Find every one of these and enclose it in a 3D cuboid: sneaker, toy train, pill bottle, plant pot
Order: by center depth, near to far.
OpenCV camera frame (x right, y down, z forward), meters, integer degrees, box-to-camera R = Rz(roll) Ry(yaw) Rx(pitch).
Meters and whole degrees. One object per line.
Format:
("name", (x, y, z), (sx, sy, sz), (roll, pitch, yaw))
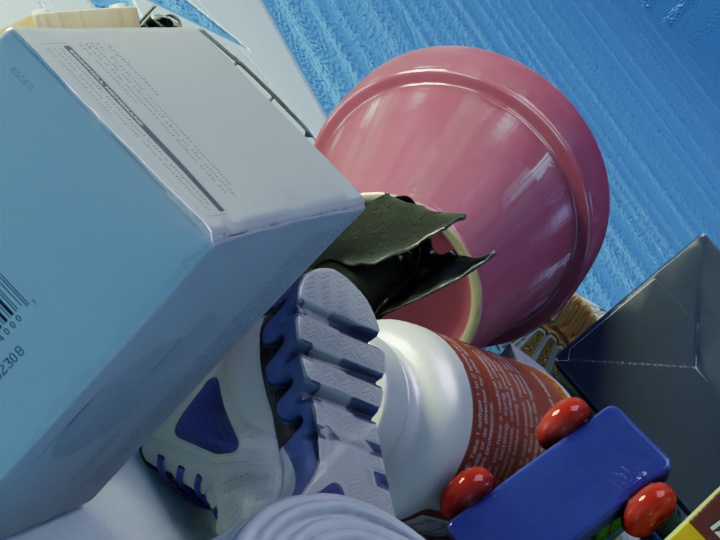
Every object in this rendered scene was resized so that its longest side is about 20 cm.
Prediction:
("sneaker", (-0.047, 0.107, 1.244), (0.081, 0.115, 0.200), (28, 51, -39))
("toy train", (0.075, 0.166, 1.375), (0.085, 0.200, 0.116), (45, -25, 24))
("pill bottle", (0.033, 0.089, 1.418), (0.200, 0.112, 0.112), (22, 26, -54))
("sneaker", (-0.002, -0.003, 1.482), (0.060, 0.104, 0.200), (56, -10, -14))
("plant pot", (0.044, -0.023, 1.637), (0.200, 0.200, 0.179), (43, 31, -2))
("sneaker", (0.143, 0.048, 1.910), (0.200, 0.076, 0.088), (31, 4, -46))

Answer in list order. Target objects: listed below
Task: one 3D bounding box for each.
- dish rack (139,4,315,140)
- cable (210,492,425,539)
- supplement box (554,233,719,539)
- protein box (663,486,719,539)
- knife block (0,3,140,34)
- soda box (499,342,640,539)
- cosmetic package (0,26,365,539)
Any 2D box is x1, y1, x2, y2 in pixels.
("dish rack", (-0.092, -0.080, 1.470), (0.153, 0.055, 0.200), (42, -29, -7))
("cable", (0.000, 0.190, 1.080), (0.200, 0.069, 0.200), (17, 45, -44))
("supplement box", (0.248, 0.116, 1.723), (0.200, 0.134, 0.200), (49, -6, 19))
("protein box", (0.207, 0.203, 1.386), (0.135, 0.199, 0.200), (46, 16, 10))
("knife block", (-0.157, -0.052, 1.401), (0.064, 0.176, 0.200), (-7, -1, -29))
("soda box", (0.112, 0.132, 1.582), (0.063, 0.068, 0.200), (36, 16, -26))
("cosmetic package", (-0.129, 0.007, 1.069), (0.123, 0.199, 0.200), (46, 15, 9))
